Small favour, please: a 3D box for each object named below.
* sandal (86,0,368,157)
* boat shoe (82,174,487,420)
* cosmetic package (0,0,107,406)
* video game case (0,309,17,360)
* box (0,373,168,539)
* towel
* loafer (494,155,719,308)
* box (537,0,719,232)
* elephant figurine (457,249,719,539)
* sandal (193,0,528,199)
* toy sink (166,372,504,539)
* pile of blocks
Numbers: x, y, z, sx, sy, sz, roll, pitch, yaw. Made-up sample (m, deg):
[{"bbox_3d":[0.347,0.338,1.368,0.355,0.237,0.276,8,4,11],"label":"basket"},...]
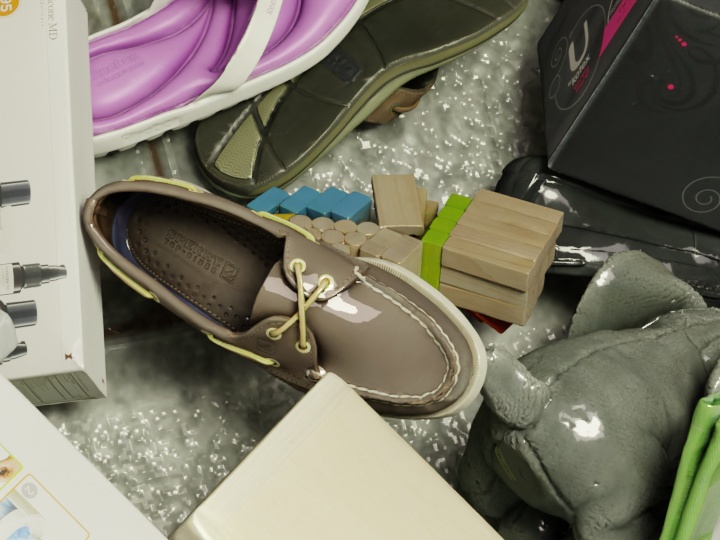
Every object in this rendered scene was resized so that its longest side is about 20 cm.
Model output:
[{"bbox_3d":[-0.072,-0.122,1.199,0.202,0.050,0.083,-36,71,-15],"label":"sandal"},{"bbox_3d":[-0.037,0.012,1.102,0.199,0.059,0.072,28,95,20],"label":"boat shoe"},{"bbox_3d":[-0.167,-0.037,1.138,0.082,0.051,0.201,-7,70,4],"label":"cosmetic package"},{"bbox_3d":[-0.277,0.037,1.036,0.199,0.024,0.182,28,54,34],"label":"video game case"},{"bbox_3d":[-0.138,0.157,1.051,0.200,0.113,0.101,44,58,2],"label":"box"},{"bbox_3d":[0.192,0.117,1.147,0.031,0.150,0.200,21,17,29],"label":"towel"},{"bbox_3d":[0.155,0.001,1.260,0.199,0.068,0.071,19,84,-18],"label":"loafer"},{"bbox_3d":[0.204,-0.093,1.230,0.199,0.123,0.106,19,39,-15],"label":"box"},{"bbox_3d":[0.150,0.060,1.187,0.200,0.155,0.142,-38,84,-22],"label":"elephant figurine"},{"bbox_3d":[-0.002,-0.105,1.247,0.201,0.057,0.080,-36,66,-12],"label":"sandal"},{"bbox_3d":[0.008,0.164,1.096,0.200,0.130,0.112,44,60,2],"label":"toy sink"},{"bbox_3d":[0.000,0.000,1.199,0.198,0.062,0.082,2,36,-3],"label":"pile of blocks"}]
